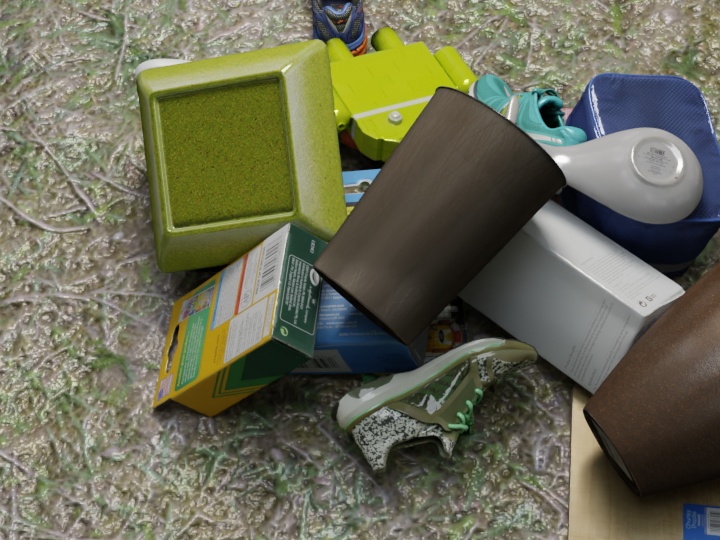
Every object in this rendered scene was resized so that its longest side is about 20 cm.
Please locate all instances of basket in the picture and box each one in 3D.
[{"bbox_3d":[0.063,-0.044,1.440,0.200,0.136,0.180,-51,24,-5],"label":"basket"}]

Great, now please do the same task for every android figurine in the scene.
[{"bbox_3d":[0.036,-0.181,1.690,0.181,0.041,0.200,-14,48,-18],"label":"android figurine"}]

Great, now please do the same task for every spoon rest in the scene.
[{"bbox_3d":[0.222,-0.103,1.491,0.199,0.061,0.100,18,63,-5],"label":"spoon rest"}]

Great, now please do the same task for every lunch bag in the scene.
[{"bbox_3d":[0.269,-0.094,1.601,0.135,0.132,0.201,2,59,-18],"label":"lunch bag"}]

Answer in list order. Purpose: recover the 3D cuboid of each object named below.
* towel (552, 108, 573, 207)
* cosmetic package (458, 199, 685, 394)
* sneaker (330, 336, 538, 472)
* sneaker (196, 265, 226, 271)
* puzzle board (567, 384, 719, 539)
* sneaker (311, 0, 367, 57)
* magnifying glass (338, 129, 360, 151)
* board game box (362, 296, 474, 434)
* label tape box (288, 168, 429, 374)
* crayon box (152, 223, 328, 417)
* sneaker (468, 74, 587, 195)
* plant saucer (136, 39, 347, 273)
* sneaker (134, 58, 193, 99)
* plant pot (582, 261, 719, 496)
[{"bbox_3d":[0.126,-0.112,1.688,0.199,0.023,0.144,4,59,7],"label":"towel"},{"bbox_3d":[0.191,0.016,1.534,0.200,0.113,0.081,39,39,23],"label":"cosmetic package"},{"bbox_3d":[0.078,0.128,1.485,0.199,0.077,0.089,-22,72,-6],"label":"sneaker"},{"bbox_3d":[-0.111,-0.058,1.591,0.200,0.071,0.100,-22,59,33],"label":"sneaker"},{"bbox_3d":[0.266,0.200,1.477,0.150,0.017,0.201,4,57,4],"label":"puzzle board"},{"bbox_3d":[-0.027,-0.326,1.801,0.075,0.079,0.201,-10,57,-5],"label":"sneaker"},{"bbox_3d":[-0.032,-0.154,1.711,0.200,0.022,0.080,26,64,24],"label":"magnifying glass"},{"bbox_3d":[0.051,0.069,1.570,0.104,0.023,0.201,-5,56,2],"label":"board game box"},{"bbox_3d":[0.000,0.000,1.566,0.143,0.066,0.201,-3,56,22],"label":"label tape box"},{"bbox_3d":[-0.113,0.054,1.519,0.051,0.200,0.126,28,52,-28],"label":"crayon box"},{"bbox_3d":[0.171,-0.147,1.611,0.077,0.080,0.200,21,21,-31],"label":"sneaker"},{"bbox_3d":[-0.120,-0.108,1.525,0.199,0.048,0.201,-7,88,17],"label":"plant saucer"},{"bbox_3d":[-0.127,-0.158,1.621,0.199,0.071,0.100,-1,61,-5],"label":"sneaker"},{"bbox_3d":[0.306,0.109,1.438,0.200,0.187,0.187,-32,60,-2],"label":"plant pot"}]
